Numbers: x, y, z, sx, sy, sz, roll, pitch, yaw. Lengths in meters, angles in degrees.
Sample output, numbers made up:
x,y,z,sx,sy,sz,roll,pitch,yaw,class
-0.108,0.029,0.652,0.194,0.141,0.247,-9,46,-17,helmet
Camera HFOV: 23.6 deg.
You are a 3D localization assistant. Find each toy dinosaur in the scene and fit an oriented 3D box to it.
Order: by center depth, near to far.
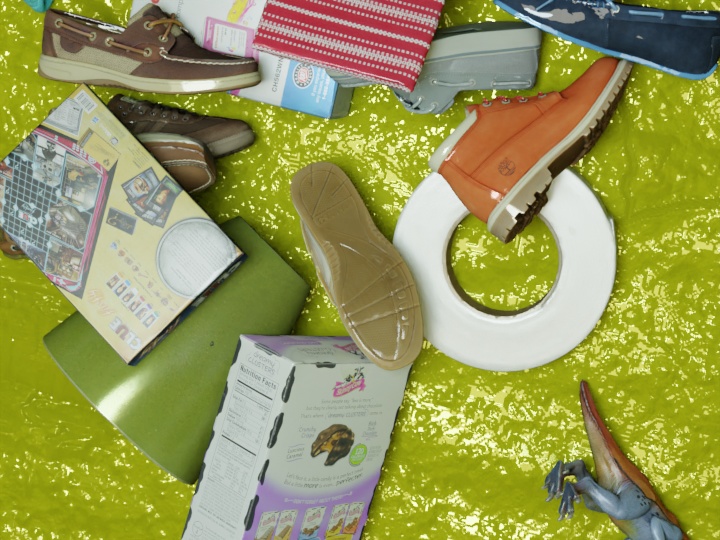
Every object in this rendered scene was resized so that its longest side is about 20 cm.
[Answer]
x,y,z,sx,sy,sz,roll,pitch,yaw,class
0.258,0.221,1.516,0.181,0.105,0.201,18,88,-13,toy dinosaur

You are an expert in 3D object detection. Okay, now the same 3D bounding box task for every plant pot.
x,y,z,sx,sy,sz,roll,pitch,yaw,class
-0.146,0.053,1.532,0.187,0.187,0.200,44,89,2,plant pot

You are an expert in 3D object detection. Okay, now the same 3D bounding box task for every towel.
x,y,z,sx,sy,sz,roll,pitch,yaw,class
0.005,-0.250,1.437,0.144,0.023,0.201,15,68,9,towel

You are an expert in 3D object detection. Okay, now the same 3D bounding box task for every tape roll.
x,y,z,sx,sy,sz,roll,pitch,yaw,class
0.128,-0.011,1.530,0.202,0.037,0.204,1,97,10,tape roll

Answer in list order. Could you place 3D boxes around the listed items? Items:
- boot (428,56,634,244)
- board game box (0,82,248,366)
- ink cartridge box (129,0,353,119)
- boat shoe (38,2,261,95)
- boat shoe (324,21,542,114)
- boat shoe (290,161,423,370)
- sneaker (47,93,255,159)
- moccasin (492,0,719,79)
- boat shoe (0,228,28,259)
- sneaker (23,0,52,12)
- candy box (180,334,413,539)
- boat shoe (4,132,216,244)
x,y,z,sx,sy,sz,roll,pitch,yaw,class
0.148,-0.128,1.468,0.107,0.075,0.200,40,72,14,boot
-0.210,-0.038,1.442,0.135,0.035,0.200,-43,83,-1,board game box
-0.098,-0.226,1.520,0.199,0.085,0.145,15,100,10,ink cartridge box
-0.180,-0.191,1.465,0.199,0.072,0.072,8,103,17,boat shoe
0.066,-0.168,1.473,0.200,0.070,0.072,-10,108,-21,boat shoe
0.000,0.000,1.524,0.073,0.069,0.201,-23,74,-4,boat shoe
-0.197,-0.126,1.560,0.199,0.070,0.076,-10,95,11,sneaker
0.214,-0.223,1.472,0.199,0.081,0.068,16,107,-6,moccasin
-0.241,-0.036,1.586,0.199,0.072,0.068,6,103,20,boat shoe
-0.236,-0.304,1.550,0.199,0.078,0.080,-28,101,22,sneaker
-0.054,0.160,1.518,0.071,0.167,0.201,25,103,37,candy box
-0.221,-0.062,1.500,0.199,0.076,0.074,-12,54,15,boat shoe
